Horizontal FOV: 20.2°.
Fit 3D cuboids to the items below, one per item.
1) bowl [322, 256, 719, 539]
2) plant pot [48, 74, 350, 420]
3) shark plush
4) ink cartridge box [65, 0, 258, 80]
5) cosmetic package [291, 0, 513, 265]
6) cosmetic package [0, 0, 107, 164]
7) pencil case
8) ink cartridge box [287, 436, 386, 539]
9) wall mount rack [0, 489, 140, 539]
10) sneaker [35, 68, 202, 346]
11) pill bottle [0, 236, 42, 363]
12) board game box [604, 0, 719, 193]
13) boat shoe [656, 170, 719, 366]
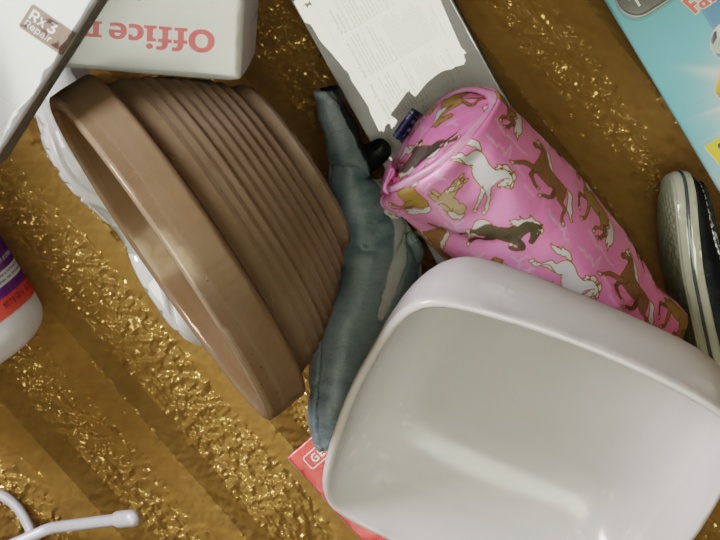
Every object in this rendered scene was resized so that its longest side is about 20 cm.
[{"bbox_3d":[0.092,0.080,1.082,0.198,0.075,0.201,22,136,-2],"label":"bowl"},{"bbox_3d":[-0.069,-0.030,1.047,0.092,0.201,0.202,-35,100,-8],"label":"plant pot"},{"bbox_3d":[0.000,0.000,1.131,0.090,0.083,0.202,28,127,38],"label":"shark plush"},{"bbox_3d":[-0.121,-0.206,1.033,0.144,0.088,0.202,5,107,1],"label":"ink cartridge box"},{"bbox_3d":[0.044,-0.090,1.158,0.082,0.051,0.201,-28,102,6],"label":"cosmetic package"},{"bbox_3d":[-0.169,-0.150,0.970,0.101,0.074,0.201,32,107,-7],"label":"cosmetic package"},{"bbox_3d":[0.096,-0.008,1.106,0.200,0.086,0.083,46,61,-24],"label":"pencil case"},{"bbox_3d":[0.083,0.123,1.214,0.200,0.045,0.176,-40,100,11],"label":"ink cartridge box"},{"bbox_3d":[-0.182,0.222,1.234,0.172,0.075,0.201,-24,102,8],"label":"wall mount rack"},{"bbox_3d":[-0.115,-0.060,1.170,0.099,0.078,0.201,-34,109,3],"label":"sneaker"},{"bbox_3d":[-0.275,-0.026,1.159,0.112,0.113,0.201,-28,101,9],"label":"pill bottle"},{"bbox_3d":[0.238,-0.131,1.141,0.150,0.047,0.201,-32,101,10],"label":"board game box"},{"bbox_3d":[0.219,0.031,1.172,0.062,0.075,0.202,-20,107,2],"label":"boat shoe"}]
